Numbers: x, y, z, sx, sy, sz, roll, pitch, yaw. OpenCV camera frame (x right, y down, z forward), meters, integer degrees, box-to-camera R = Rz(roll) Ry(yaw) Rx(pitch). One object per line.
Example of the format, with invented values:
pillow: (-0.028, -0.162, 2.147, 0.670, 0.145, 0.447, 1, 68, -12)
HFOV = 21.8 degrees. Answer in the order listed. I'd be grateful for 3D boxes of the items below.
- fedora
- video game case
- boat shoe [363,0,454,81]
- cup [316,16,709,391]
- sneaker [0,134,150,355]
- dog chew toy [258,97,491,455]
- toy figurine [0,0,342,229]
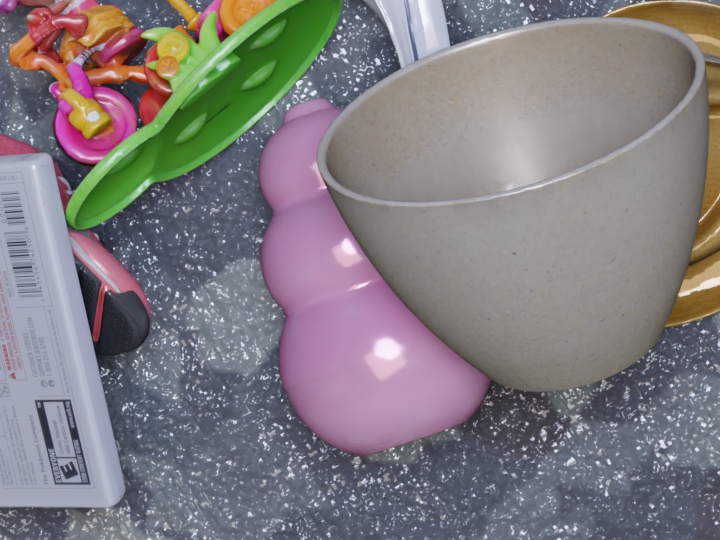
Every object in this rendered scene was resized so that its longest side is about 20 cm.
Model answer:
fedora: (0.177, -0.059, 1.068, 0.200, 0.082, 0.201, 0, 96, 0)
video game case: (-0.231, 0.038, 1.033, 0.182, 0.023, 0.201, -3, 110, 21)
boat shoe: (0.003, -0.186, 1.070, 0.067, 0.074, 0.201, -15, 83, 3)
cup: (0.093, -0.024, 0.967, 0.200, 0.200, 0.144, -17, 118, 3)
sneaker: (-0.186, -0.034, 1.063, 0.200, 0.087, 0.074, 36, 134, 13)
dog chew toy: (0.000, 0.000, 1.065, 0.124, 0.125, 0.201, -18, 87, 3)
toy figurine: (-0.144, -0.150, 1.041, 0.200, 0.150, 0.184, -41, 81, -18)
